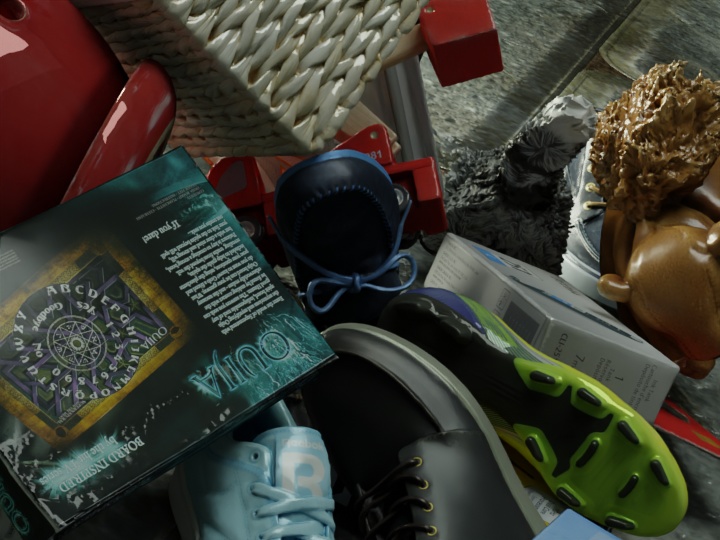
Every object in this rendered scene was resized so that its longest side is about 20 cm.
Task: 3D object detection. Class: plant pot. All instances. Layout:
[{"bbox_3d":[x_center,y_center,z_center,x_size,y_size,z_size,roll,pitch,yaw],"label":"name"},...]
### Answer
[{"bbox_3d":[-0.205,-0.067,1.210,0.181,0.201,0.201,26,21,-4],"label":"plant pot"}]

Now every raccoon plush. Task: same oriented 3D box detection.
[{"bbox_3d":[0.120,-0.070,1.558,0.096,0.200,0.134,35,40,-15],"label":"raccoon plush"}]

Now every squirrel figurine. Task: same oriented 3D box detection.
[{"bbox_3d":[0.197,-0.028,1.461,0.201,0.141,0.187,70,19,-3],"label":"squirrel figurine"}]

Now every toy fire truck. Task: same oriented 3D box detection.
[{"bbox_3d":[-0.005,-0.080,1.379,0.198,0.049,0.142,-12,62,3],"label":"toy fire truck"}]

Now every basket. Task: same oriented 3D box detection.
[{"bbox_3d":[-0.063,-0.183,1.286,0.161,0.199,0.200,43,-18,-21],"label":"basket"}]

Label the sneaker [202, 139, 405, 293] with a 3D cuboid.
[{"bbox_3d":[-0.029,-0.061,1.437,0.200,0.092,0.076,48,1,-3],"label":"sneaker"}]

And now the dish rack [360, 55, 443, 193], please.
[{"bbox_3d":[-0.037,-0.120,1.495,0.171,0.201,0.044,11,39,34],"label":"dish rack"}]

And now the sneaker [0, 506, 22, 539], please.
[{"bbox_3d":[-0.220,0.059,1.082,0.081,0.076,0.200,-8,36,-37],"label":"sneaker"}]

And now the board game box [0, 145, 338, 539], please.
[{"bbox_3d":[-0.116,0.032,1.071,0.199,0.028,0.136,-29,80,-45],"label":"board game box"}]

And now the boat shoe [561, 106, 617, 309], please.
[{"bbox_3d":[0.180,-0.049,1.690,0.070,0.091,0.201,15,23,-18],"label":"boat shoe"}]

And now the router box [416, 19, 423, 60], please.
[{"bbox_3d":[-0.062,-0.155,1.609,0.199,0.158,0.052,19,22,-10],"label":"router box"}]

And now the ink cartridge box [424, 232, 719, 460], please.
[{"bbox_3d":[0.148,0.049,1.417,0.175,0.045,0.200,22,8,-21],"label":"ink cartridge box"}]

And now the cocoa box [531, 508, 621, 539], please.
[{"bbox_3d":[0.083,0.209,0.943,0.133,0.132,0.200,29,22,17],"label":"cocoa box"}]

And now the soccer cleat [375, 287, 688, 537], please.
[{"bbox_3d":[0.098,0.070,1.227,0.199,0.065,0.084,34,15,20],"label":"soccer cleat"}]

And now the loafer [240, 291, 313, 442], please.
[{"bbox_3d":[-0.048,0.044,1.276,0.072,0.073,0.200,16,22,-14],"label":"loafer"}]

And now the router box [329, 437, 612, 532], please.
[{"bbox_3d":[0.074,0.108,1.273,0.148,0.051,0.200,27,20,11],"label":"router box"}]

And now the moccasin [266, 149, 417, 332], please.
[{"bbox_3d":[0.000,0.000,1.300,0.080,0.200,0.069,-16,63,3],"label":"moccasin"}]

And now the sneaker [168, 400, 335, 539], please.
[{"bbox_3d":[-0.042,0.119,1.094,0.073,0.082,0.200,9,26,-29],"label":"sneaker"}]

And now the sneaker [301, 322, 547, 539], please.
[{"bbox_3d":[0.025,0.116,1.116,0.200,0.075,0.106,51,31,9],"label":"sneaker"}]
